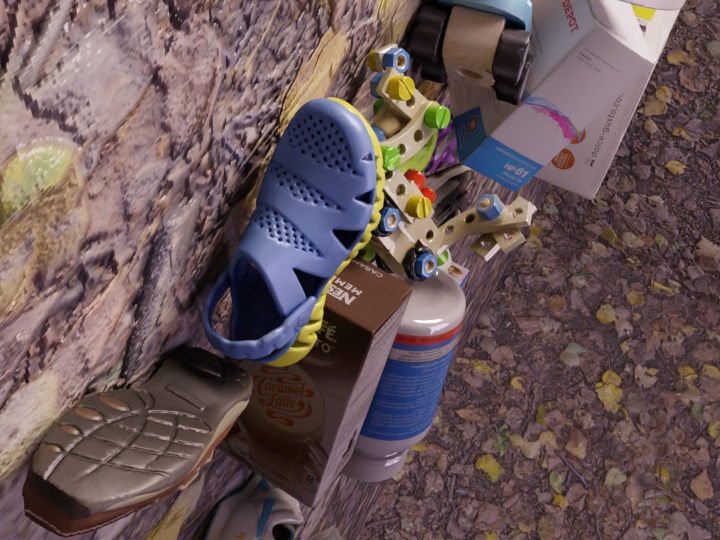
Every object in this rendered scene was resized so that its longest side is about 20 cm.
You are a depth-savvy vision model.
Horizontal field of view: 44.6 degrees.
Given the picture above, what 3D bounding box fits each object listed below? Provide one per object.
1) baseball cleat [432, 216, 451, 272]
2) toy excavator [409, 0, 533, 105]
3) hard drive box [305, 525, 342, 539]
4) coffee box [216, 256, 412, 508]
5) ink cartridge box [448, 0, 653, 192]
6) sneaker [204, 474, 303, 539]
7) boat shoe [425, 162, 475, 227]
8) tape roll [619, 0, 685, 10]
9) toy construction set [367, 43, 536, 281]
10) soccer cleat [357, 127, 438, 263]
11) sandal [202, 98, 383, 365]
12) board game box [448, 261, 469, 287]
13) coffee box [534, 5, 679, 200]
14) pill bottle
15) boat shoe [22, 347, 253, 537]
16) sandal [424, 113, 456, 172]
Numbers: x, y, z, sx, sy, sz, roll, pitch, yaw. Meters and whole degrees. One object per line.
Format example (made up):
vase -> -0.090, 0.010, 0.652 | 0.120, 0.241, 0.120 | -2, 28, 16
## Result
baseball cleat -> 0.000, 0.000, 0.885 | 0.199, 0.107, 0.070 | -28, -171, -31
toy excavator -> 0.131, -0.263, 0.823 | 0.194, 0.099, 0.201 | 16, 92, -79
hard drive box -> -0.110, 0.368, 0.925 | 0.199, 0.077, 0.156 | -31, 175, 14
coffee box -> -0.046, 0.081, 0.724 | 0.080, 0.114, 0.201 | -43, 156, -52
ink cartridge box -> 0.187, -0.203, 0.900 | 0.200, 0.084, 0.145 | -46, -148, 38
sneaker -> -0.102, 0.274, 0.979 | 0.077, 0.080, 0.200 | -68, 168, 16
boat shoe -> 0.089, -0.078, 1.021 | 0.071, 0.066, 0.201 | -25, -178, 29
tape roll -> 0.181, -0.274, 0.727 | 0.203, 0.202, 0.037 | -45, 160, -56
toy construction set -> 0.049, -0.069, 0.707 | 0.092, 0.200, 0.132 | 6, -122, 57
soccer cleat -> 0.016, -0.063, 0.803 | 0.201, 0.067, 0.081 | -59, 173, -28
sandal -> -0.048, -0.015, 0.576 | 0.087, 0.079, 0.201 | -20, 133, -60
board game box -> 0.052, 0.106, 1.008 | 0.200, 0.041, 0.200 | -68, 170, 24
coffee box -> 0.257, -0.249, 1.105 | 0.200, 0.197, 0.200 | -53, 164, -46
pill bottle -> 0.022, 0.096, 0.812 | 0.112, 0.112, 0.201 | -46, 152, -54
boat shoe -> -0.129, 0.113, 0.538 | 0.074, 0.075, 0.200 | -64, 168, 18
sandal -> 0.087, -0.140, 0.972 | 0.083, 0.050, 0.203 | -67, 167, 17
